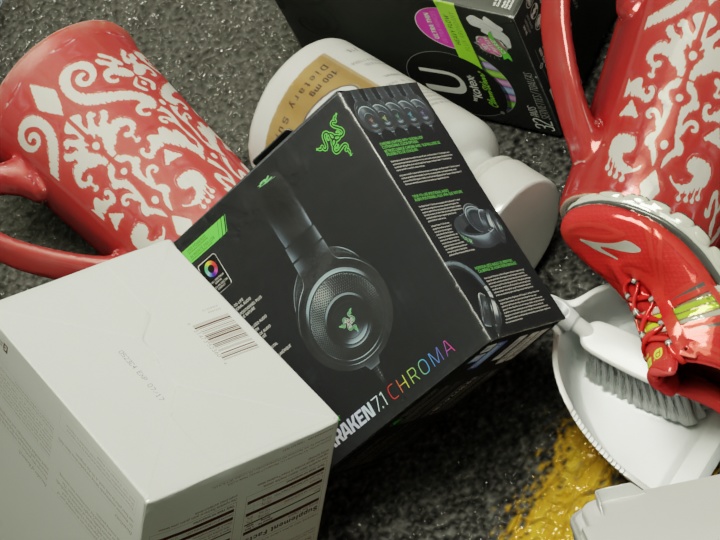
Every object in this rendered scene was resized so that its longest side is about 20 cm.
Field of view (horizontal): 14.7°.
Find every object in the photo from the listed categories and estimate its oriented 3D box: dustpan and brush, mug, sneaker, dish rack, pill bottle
[{"bbox_3d":[0.153,0.047,1.774,0.199,0.057,0.140,27,70,21],"label":"dustpan and brush"},{"bbox_3d":[-0.165,-0.047,1.933,0.178,0.133,0.200,-48,60,1],"label":"mug"},{"bbox_3d":[0.196,0.031,1.715,0.200,0.077,0.085,41,62,11],"label":"sneaker"},{"bbox_3d":[0.220,0.151,1.639,0.199,0.044,0.172,-12,14,-1],"label":"dish rack"},{"bbox_3d":[0.031,-0.066,1.872,0.199,0.115,0.115,32,74,30],"label":"pill bottle"},{"bbox_3d":[0.193,-0.115,1.826,0.176,0.134,0.201,19,71,8],"label":"mug"}]

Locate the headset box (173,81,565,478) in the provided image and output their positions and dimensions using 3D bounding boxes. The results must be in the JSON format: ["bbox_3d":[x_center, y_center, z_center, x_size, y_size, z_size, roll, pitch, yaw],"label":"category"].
[{"bbox_3d":[0.000,0.000,1.773,0.174,0.093,0.201,-39,75,32],"label":"headset box"}]

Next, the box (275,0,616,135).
[{"bbox_3d":[0.057,-0.199,1.925,0.199,0.149,0.125,15,65,26],"label":"box"}]

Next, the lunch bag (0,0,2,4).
[{"bbox_3d":[-0.388,-0.170,2.082,0.169,0.127,0.200,25,63,28],"label":"lunch bag"}]

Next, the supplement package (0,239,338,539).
[{"bbox_3d":[-0.134,0.130,1.734,0.146,0.201,0.191,-20,49,-32],"label":"supplement package"}]
